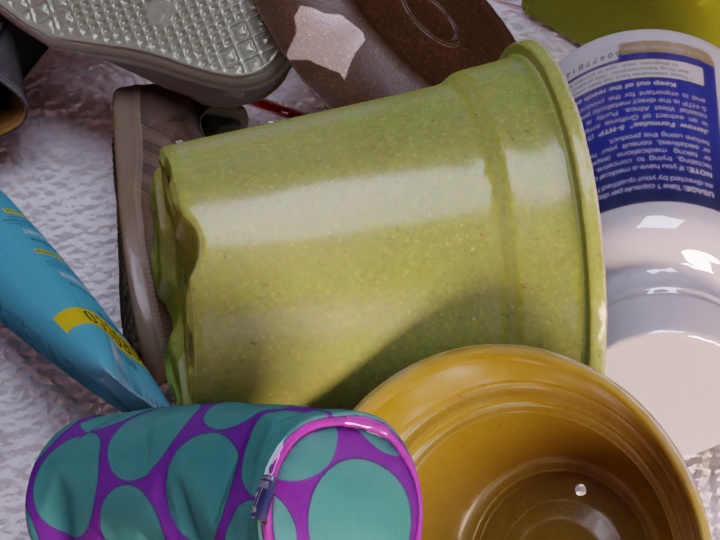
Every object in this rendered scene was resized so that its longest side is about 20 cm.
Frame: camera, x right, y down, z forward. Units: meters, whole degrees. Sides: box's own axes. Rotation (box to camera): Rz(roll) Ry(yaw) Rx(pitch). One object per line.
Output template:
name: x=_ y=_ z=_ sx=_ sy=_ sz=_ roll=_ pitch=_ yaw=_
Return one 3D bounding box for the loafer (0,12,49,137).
loafer: x=-0.205 y=-0.093 z=1.489 sx=0.072 sy=0.073 sz=0.200 roll=22 pitch=49 yaw=20

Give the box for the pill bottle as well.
pill bottle: x=0.145 y=-0.012 z=1.393 sx=0.119 sy=0.120 sz=0.201 roll=2 pitch=46 yaw=0

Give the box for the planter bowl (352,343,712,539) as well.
planter bowl: x=0.076 y=0.135 z=1.245 sx=0.200 sy=0.201 sz=0.083 roll=31 pitch=11 yaw=25

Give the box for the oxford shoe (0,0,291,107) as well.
oxford shoe: x=-0.119 y=-0.135 z=1.478 sx=0.199 sy=0.058 sz=0.075 roll=22 pitch=78 yaw=20

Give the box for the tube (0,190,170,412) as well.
tube: x=-0.148 y=0.023 z=1.370 sx=0.050 sy=0.077 sz=0.200 roll=-51 pitch=46 yaw=1

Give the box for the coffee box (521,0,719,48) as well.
coffee box: x=0.225 y=-0.222 z=1.541 sx=0.199 sy=0.201 sz=0.198 roll=31 pitch=53 yaw=26

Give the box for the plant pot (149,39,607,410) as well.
plant pot: x=0.000 y=0.000 z=1.313 sx=0.183 sy=0.201 sz=0.201 roll=-6 pitch=46 yaw=-12

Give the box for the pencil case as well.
pencil case: x=-0.065 y=0.106 z=1.231 sx=0.200 sy=0.085 sz=0.093 roll=-5 pitch=61 yaw=52

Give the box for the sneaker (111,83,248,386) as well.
sneaker: x=-0.087 y=-0.026 z=1.433 sx=0.075 sy=0.071 sz=0.201 roll=-3 pitch=47 yaw=-6

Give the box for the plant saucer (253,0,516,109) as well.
plant saucer: x=0.027 y=-0.122 z=1.472 sx=0.200 sy=0.037 sz=0.201 roll=33 pitch=31 yaw=-23
